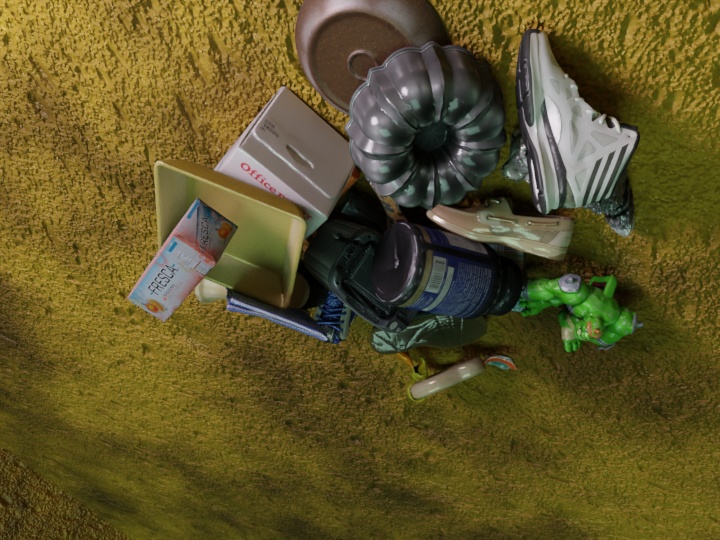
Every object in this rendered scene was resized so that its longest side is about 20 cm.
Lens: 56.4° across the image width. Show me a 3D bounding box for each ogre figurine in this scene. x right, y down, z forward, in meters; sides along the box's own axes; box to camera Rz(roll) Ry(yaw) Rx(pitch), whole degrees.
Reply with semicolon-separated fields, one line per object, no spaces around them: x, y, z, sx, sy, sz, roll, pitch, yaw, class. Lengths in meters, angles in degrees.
0.317;0.055;0.982;0.200;0.098;0.120;47;154;-8;ogre figurine

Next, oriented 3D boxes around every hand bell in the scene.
-0.172;0.041;1.148;0.198;0.104;0.105;20;142;19;hand bell

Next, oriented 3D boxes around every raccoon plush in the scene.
0.257;-0.102;0.835;0.133;0.097;0.201;4;138;32;raccoon plush

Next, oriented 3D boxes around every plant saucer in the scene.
0.008;-0.255;0.813;0.198;0.037;0.202;13;139;12;plant saucer
-0.166;-0.053;0.881;0.198;0.049;0.201;22;142;2;plant saucer

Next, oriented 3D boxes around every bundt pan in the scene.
0.085;-0.157;0.793;0.199;0.076;0.204;-5;127;-7;bundt pan

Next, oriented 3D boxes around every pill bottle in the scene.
0.124;0.006;0.929;0.198;0.113;0.112;12;148;-30;pill bottle

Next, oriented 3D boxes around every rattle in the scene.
0.162;0.144;1.201;0.199;0.144;0.130;-30;153;27;rattle

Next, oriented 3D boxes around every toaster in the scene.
0.000;0.000;1.001;0.199;0.114;0.129;37;175;-32;toaster

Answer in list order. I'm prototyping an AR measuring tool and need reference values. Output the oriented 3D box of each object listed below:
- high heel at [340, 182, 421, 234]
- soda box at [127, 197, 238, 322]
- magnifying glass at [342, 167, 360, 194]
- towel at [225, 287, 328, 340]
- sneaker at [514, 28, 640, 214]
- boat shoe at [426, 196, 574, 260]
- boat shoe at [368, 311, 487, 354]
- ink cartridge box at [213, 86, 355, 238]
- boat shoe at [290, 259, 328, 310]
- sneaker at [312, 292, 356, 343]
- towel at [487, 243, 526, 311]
0.074;-0.105;0.932;0.141;0.072;0.200;27;145;-14;high heel
-0.235;-0.008;0.872;0.063;0.069;0.200;35;139;-16;soda box
-0.070;-0.088;1.018;0.022;0.080;0.200;40;127;-16;magnifying glass
-0.128;0.062;0.972;0.143;0.024;0.200;21;180;-13;towel
0.236;-0.168;0.733;0.114;0.203;0.076;-8;177;5;sneaker
0.191;-0.071;0.924;0.198;0.071;0.065;16;106;9;boat shoe
0.112;0.092;1.137;0.198;0.066;0.072;-10;119;7;boat shoe
-0.126;-0.118;0.942;0.147;0.146;0.200;37;139;-17;ink cartridge box
-0.133;0.001;1.101;0.201;0.063;0.074;35;108;36;boat shoe
-0.037;0.055;1.122;0.080;0.116;0.201;12;139;10;sneaker
0.160;0.010;1.055;0.198;0.022;0.148;3;138;22;towel
